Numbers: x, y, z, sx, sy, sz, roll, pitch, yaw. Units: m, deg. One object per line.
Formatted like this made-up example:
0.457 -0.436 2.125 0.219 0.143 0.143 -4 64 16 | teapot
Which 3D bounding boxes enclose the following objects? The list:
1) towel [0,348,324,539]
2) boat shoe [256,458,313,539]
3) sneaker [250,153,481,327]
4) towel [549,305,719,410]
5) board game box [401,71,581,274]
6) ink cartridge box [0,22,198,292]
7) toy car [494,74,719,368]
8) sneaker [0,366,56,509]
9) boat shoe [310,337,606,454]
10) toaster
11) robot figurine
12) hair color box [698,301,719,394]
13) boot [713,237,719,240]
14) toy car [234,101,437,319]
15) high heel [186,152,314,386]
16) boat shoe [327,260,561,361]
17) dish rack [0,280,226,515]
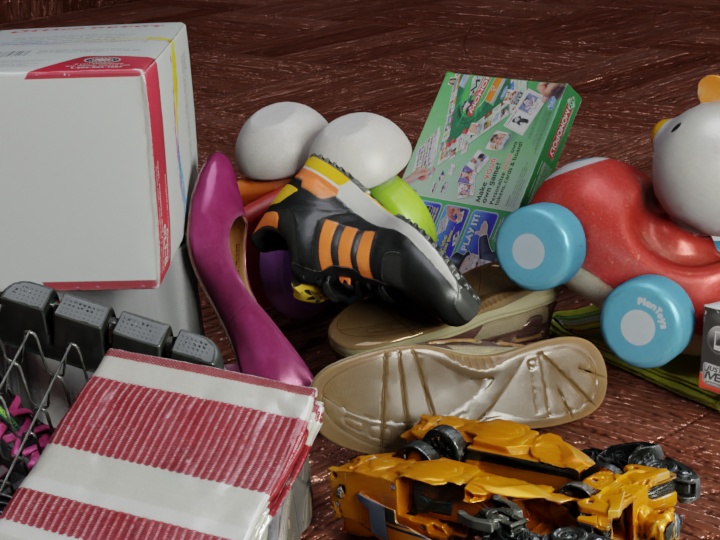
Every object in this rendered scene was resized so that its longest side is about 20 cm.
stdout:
-0.117 0.130 0.801 0.143 0.023 0.200 10 50 23 | towel
-0.067 0.127 0.884 0.071 0.076 0.200 -4 16 4 | boat shoe
0.000 0.000 1.072 0.090 0.070 0.200 -46 47 -4 | sneaker
0.228 0.057 1.139 0.086 0.018 0.200 -13 20 -26 | towel
0.093 -0.069 1.306 0.134 0.201 0.029 13 -15 43 | board game box
-0.195 -0.083 1.054 0.144 0.146 0.200 -2 18 3 | ink cartridge box
0.226 -0.060 1.095 0.177 0.201 0.184 36 25 21 | toy car
-0.224 0.103 0.945 0.199 0.088 0.074 10 28 28 | sneaker
0.058 0.078 1.015 0.199 0.073 0.072 -8 2 -17 | boat shoe
-0.221 0.043 1.104 0.180 0.119 0.199 -20 24 -41 | toaster
0.089 0.130 0.867 0.199 0.059 0.145 10 22 38 | robot figurine
0.332 0.047 1.047 0.199 0.062 0.101 -8 17 -37 | hair color box
0.307 -0.030 1.339 0.095 0.074 0.200 20 29 26 | boot
-0.037 -0.027 1.226 0.199 0.176 0.150 13 42 41 | toy car
-0.068 0.011 1.083 0.096 0.201 0.067 -5 -11 11 | high heel
0.064 0.047 1.113 0.199 0.072 0.072 -17 31 -36 | boat shoe
-0.172 0.102 0.881 0.153 0.055 0.201 16 53 6 | dish rack
